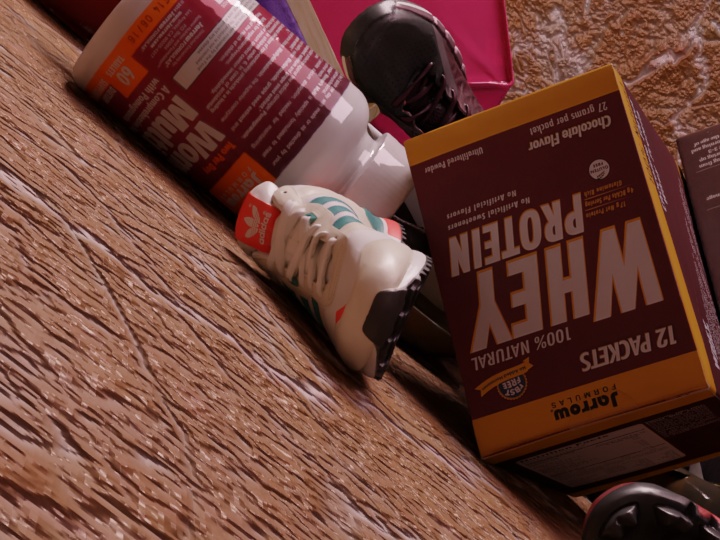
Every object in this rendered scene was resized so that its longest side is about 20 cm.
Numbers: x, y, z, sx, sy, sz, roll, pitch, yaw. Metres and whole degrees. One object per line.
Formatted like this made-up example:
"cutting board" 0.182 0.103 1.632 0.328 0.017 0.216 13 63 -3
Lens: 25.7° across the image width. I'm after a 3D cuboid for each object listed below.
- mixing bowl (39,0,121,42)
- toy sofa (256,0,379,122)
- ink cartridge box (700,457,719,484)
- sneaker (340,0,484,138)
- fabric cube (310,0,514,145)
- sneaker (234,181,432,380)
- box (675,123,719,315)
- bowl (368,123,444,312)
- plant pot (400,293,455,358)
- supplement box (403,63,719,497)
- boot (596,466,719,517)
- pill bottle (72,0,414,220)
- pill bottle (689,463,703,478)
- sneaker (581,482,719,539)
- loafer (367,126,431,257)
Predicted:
"mixing bowl" -0.195 -0.237 1.249 0.200 0.108 0.200 40 5 -4
"toy sofa" -0.078 -0.157 1.024 0.083 0.098 0.200 5 -51 47
"ink cartridge box" 0.292 0.140 1.042 0.047 0.198 0.200 8 46 -11
"sneaker" 0.069 -0.101 1.090 0.116 0.076 0.200 49 4 40
"fabric cube" 0.007 -0.204 1.305 0.199 0.195 0.201 119 -32 -75
"sneaker" -0.023 -0.003 0.822 0.093 0.071 0.200 22 10 -8
"box" 0.274 -0.011 1.003 0.075 0.100 0.200 55 24 -43
"bowl" 0.064 -0.023 1.242 0.200 0.075 0.200 44 5 27
"plant pot" 0.000 0.000 1.130 0.200 0.028 0.200 40 5 -5
"supplement box" 0.140 0.016 0.958 0.200 0.132 0.198 32 42 -64
"boot" 0.199 0.160 1.105 0.097 0.075 0.200 22 8 -18
"pill bottle" -0.065 -0.093 0.952 0.200 0.110 0.110 40 5 -8
"pill bottle" 0.233 0.123 1.263 0.200 0.111 0.111 37 4 10
"sneaker" 0.156 0.150 0.726 0.200 0.071 0.098 40 4 -33
"loafer" -0.016 -0.080 1.132 0.200 0.071 0.073 42 5 11
